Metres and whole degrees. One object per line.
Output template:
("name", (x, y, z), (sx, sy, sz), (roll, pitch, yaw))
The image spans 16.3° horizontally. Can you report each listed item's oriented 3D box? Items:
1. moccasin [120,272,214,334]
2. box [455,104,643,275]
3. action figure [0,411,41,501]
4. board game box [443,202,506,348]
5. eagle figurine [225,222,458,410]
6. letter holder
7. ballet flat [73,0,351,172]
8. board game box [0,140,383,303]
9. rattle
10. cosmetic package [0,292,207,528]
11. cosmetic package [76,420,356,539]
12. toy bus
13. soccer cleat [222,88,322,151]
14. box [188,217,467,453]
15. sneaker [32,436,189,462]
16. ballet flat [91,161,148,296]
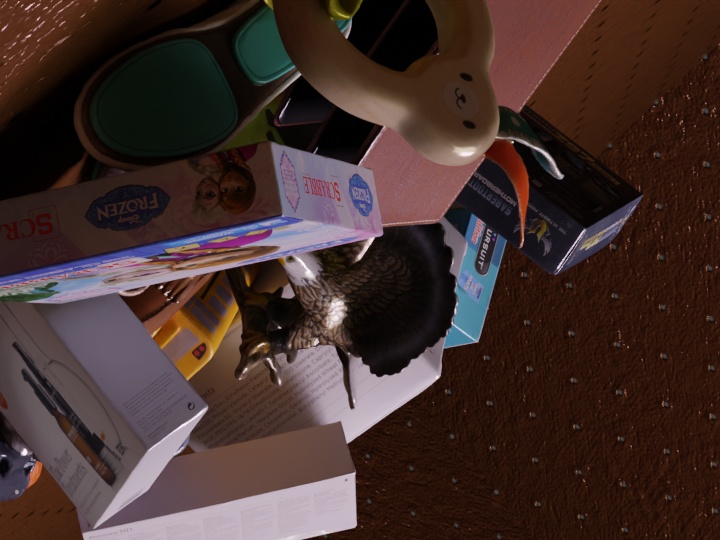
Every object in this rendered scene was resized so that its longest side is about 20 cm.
("moccasin", (-0.111, -0.023, 1.637), (0.201, 0.074, 0.078), (-37, 175, -33))
("box", (0.106, -0.086, 1.907), (0.051, 0.200, 0.158), (-56, 169, 23))
("action figure", (-0.292, 0.147, 1.697), (0.200, 0.105, 0.193), (-46, 162, 28))
("board game box", (0.055, -0.028, 2.052), (0.151, 0.047, 0.201), (-12, -128, 46))
("eagle figurine", (-0.004, -0.001, 1.668), (0.200, 0.152, 0.151), (-33, 172, 21))
("letter holder", (0.032, -0.129, 1.445), (0.142, 0.101, 0.200), (-9, 140, -57))
("ballet flat", (-0.084, -0.100, 1.314), (0.200, 0.070, 0.069), (-36, 174, -38))
("board game box", (-0.108, -0.022, 1.319), (0.199, 0.041, 0.199), (-12, 175, 15))
("rattle", (0.057, -0.124, 1.273), (0.143, 0.200, 0.130), (-43, 173, 34))
("cosmetic package", (-0.176, 0.065, 1.533), (0.052, 0.151, 0.200), (-35, 173, -23))
("cosmetic package", (-0.104, 0.167, 1.810), (0.199, 0.051, 0.083), (-12, 148, -8))
("toy bus", (-0.132, 0.023, 1.749), (0.065, 0.078, 0.200), (-41, -170, 23))
("soccer cleat", (-0.027, -0.099, 1.642), (0.200, 0.065, 0.084), (-38, 177, -16))
("box", (-0.039, 0.035, 1.904), (0.200, 0.131, 0.199), (-37, -161, 26))
("sneaker", (-0.165, 0.115, 1.751), (0.200, 0.095, 0.080), (-12, 115, -84))
("ballet flat", (-0.125, -0.035, 1.493), (0.068, 0.067, 0.200), (-37, 174, -20))
